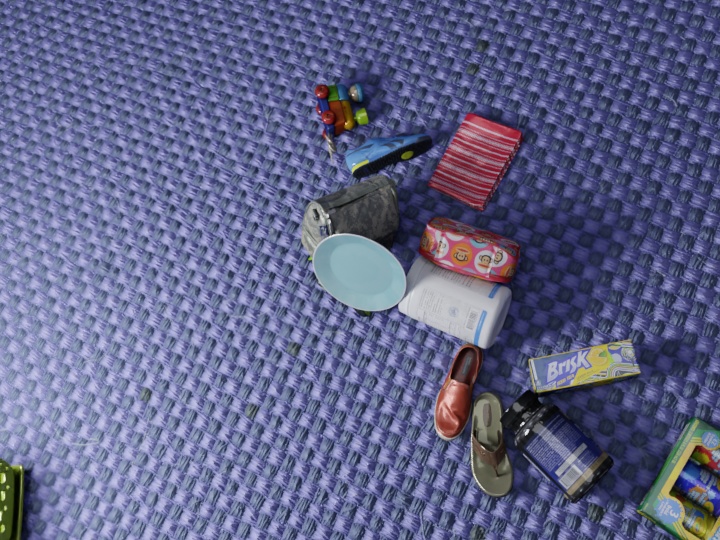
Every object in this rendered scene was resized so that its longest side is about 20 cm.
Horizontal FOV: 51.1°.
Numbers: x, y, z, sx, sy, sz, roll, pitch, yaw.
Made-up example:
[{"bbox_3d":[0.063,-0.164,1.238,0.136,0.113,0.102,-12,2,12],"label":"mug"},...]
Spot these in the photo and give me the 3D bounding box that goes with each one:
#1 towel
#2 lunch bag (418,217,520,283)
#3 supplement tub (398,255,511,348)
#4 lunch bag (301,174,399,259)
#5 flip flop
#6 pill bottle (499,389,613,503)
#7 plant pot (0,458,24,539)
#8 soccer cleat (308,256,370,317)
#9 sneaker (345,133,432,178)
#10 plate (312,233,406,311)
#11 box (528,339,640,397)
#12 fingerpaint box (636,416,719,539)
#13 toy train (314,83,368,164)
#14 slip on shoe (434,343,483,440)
[{"bbox_3d":[0.254,-0.244,1.664,0.144,0.022,0.201,26,80,20],"label":"towel"},{"bbox_3d":[0.224,-0.049,1.532,0.198,0.176,0.083,19,107,9],"label":"lunch bag"},{"bbox_3d":[0.192,0.062,1.520,0.199,0.132,0.133,23,79,19],"label":"supplement tub"},{"bbox_3d":[-0.021,-0.105,1.571,0.199,0.168,0.140,-25,60,-24],"label":"lunch bag"},{"bbox_3d":[0.251,0.333,1.456,0.080,0.058,0.202,-4,71,12],"label":"flip flop"},{"bbox_3d":[0.360,0.323,1.405,0.112,0.112,0.200,-44,69,-4],"label":"pill bottle"},{"bbox_3d":[-0.825,0.500,1.586,0.197,0.182,0.202,-9,70,9],"label":"plant pot"},{"bbox_3d":[-0.044,0.030,1.626,0.081,0.067,0.201,-37,61,9],"label":"soccer cleat"},{"bbox_3d":[0.060,-0.279,1.698,0.198,0.066,0.079,-20,65,6],"label":"sneaker"},{"bbox_3d":[0.000,0.000,1.497,0.198,0.201,0.026,11,45,16],"label":"plate"},{"bbox_3d":[0.430,0.191,1.458,0.198,0.064,0.071,-13,69,9],"label":"box"},{"bbox_3d":[0.619,0.393,1.342,0.166,0.073,0.201,32,82,20],"label":"fingerpaint box"},{"bbox_3d":[-0.032,-0.340,1.737,0.114,0.085,0.202,-13,69,-6],"label":"toy train"},{"bbox_3d":[0.194,0.238,1.499,0.073,0.061,0.202,17,78,16],"label":"slip on shoe"}]
